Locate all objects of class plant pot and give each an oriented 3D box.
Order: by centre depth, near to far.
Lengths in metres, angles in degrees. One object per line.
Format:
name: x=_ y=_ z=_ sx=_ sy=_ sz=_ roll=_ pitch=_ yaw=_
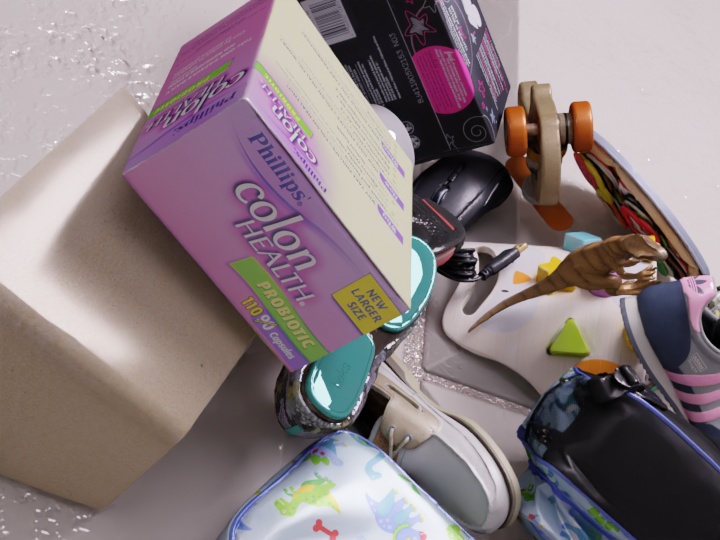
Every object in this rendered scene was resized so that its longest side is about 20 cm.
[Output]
plant pot: x=-0.182 y=0.039 z=0.784 sx=0.177 sy=0.200 sz=0.200 roll=42 pitch=44 yaw=-8

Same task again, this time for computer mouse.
computer mouse: x=0.104 y=-0.061 z=1.082 sx=0.140 sy=0.046 sz=0.200 roll=28 pitch=40 yaw=28

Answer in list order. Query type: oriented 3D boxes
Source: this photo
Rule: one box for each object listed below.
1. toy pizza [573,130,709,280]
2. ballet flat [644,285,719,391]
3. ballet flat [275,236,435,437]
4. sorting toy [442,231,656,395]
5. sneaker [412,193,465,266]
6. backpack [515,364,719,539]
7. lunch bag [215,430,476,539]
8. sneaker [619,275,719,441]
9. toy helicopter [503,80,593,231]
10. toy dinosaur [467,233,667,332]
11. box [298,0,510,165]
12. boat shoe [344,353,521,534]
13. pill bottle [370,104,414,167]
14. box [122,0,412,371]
toy pizza: x=0.267 y=-0.058 z=1.145 sx=0.200 sy=0.032 sz=0.200 roll=50 pitch=5 yaw=-6
ballet flat: x=0.308 y=0.056 z=1.110 sx=0.200 sy=0.072 sz=0.072 roll=-20 pitch=64 yaw=-46
ballet flat: x=-0.009 y=0.048 z=0.852 sx=0.072 sy=0.072 sz=0.201 roll=33 pitch=45 yaw=1
sorting toy: x=0.169 y=0.030 z=1.057 sx=0.179 sy=0.107 sz=0.201 roll=11 pitch=45 yaw=6
sneaker: x=0.000 y=0.000 z=0.973 sx=0.199 sy=0.087 sz=0.074 roll=-24 pitch=62 yaw=-32
backpack: x=0.198 y=0.164 z=0.888 sx=0.183 sy=0.147 sz=0.200 roll=39 pitch=4 yaw=-1
lunch bag: x=0.000 y=0.220 z=0.792 sx=0.200 sy=0.083 sz=0.161 roll=42 pitch=44 yaw=9
sneaker: x=0.288 y=0.081 z=0.951 sx=0.200 sy=0.082 sz=0.070 roll=47 pitch=29 yaw=-35
toy helicopter: x=0.178 y=-0.127 z=1.155 sx=0.078 sy=0.133 sz=0.200 roll=-5 pitch=30 yaw=3
toy dinosaur: x=0.185 y=-0.001 z=0.969 sx=0.106 sy=0.200 sz=0.061 roll=6 pitch=67 yaw=-31
box: x=0.041 y=-0.212 z=1.079 sx=0.201 sy=0.131 sz=0.115 roll=63 pitch=29 yaw=-27
boat shoe: x=0.034 y=0.128 z=0.873 sx=0.068 sy=0.075 sz=0.200 roll=-4 pitch=31 yaw=-40
pill bottle: x=-0.047 y=-0.075 z=0.995 sx=0.200 sy=0.113 sz=0.113 roll=-29 pitch=70 yaw=-41
box: x=-0.050 y=-0.068 z=0.790 sx=0.176 sy=0.096 sz=0.200 roll=52 pitch=21 yaw=-26
